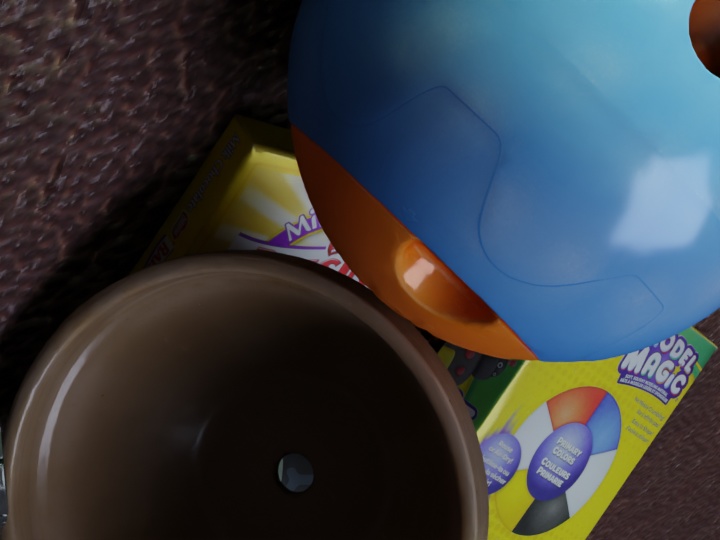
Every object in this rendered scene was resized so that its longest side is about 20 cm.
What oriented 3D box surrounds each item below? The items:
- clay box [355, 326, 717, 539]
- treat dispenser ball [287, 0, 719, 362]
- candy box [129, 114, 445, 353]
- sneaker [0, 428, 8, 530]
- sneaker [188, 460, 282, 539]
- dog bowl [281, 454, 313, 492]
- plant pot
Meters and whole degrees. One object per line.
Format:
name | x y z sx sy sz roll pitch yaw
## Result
clay box | 0.077 0.064 1.123 0.201 0.048 0.115 -55 138 2
treat dispenser ball | 0.072 -0.066 0.953 0.200 0.201 0.201 -37 158 -17
candy box | 0.000 0.000 1.094 0.199 0.026 0.103 14 119 -40
sneaker | -0.184 0.085 0.987 0.087 0.076 0.200 -5 157 -12
sneaker | -0.111 0.128 1.103 0.076 0.105 0.201 -31 -151 58
dog bowl | -0.001 0.118 1.242 0.199 0.059 0.200 -30 167 -8
plant pot | -0.039 0.090 1.035 0.201 0.201 0.093 -49 172 14
